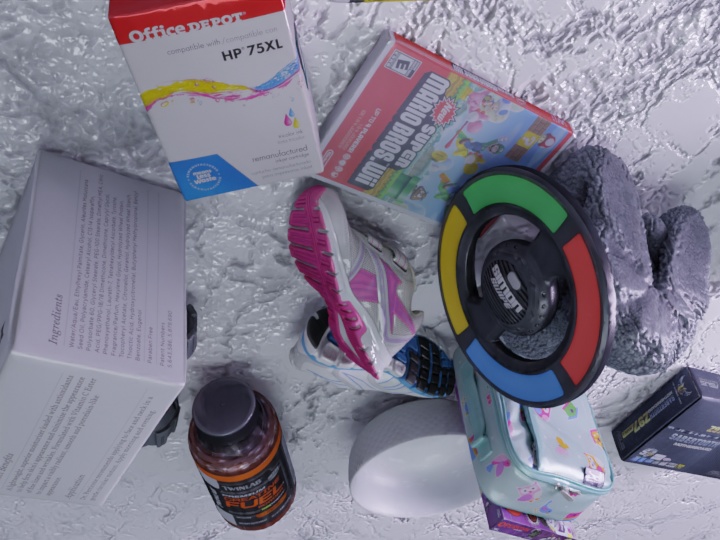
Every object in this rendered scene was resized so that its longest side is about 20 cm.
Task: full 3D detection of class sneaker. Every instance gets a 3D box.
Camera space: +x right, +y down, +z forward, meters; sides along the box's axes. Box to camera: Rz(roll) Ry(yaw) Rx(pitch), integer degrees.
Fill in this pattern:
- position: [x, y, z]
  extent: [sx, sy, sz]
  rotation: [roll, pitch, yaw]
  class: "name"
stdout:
- position: [0.000, 0.000, 0.758]
  extent: [0.088, 0.081, 0.203]
  rotation: [-37, 128, -20]
  class: "sneaker"
- position: [0.012, 0.097, 0.879]
  extent: [0.196, 0.077, 0.086]
  rotation: [20, 145, -25]
  class: "sneaker"

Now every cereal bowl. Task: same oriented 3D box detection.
- position: [0.077, 0.220, 1.004]
  extent: [0.194, 0.085, 0.203]
  rotation: [-6, 138, -5]
  class: "cereal bowl"

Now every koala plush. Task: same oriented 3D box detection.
- position: [0.198, 0.026, 0.764]
  extent: [0.175, 0.188, 0.199]
  rotation: [27, 147, -23]
  class: "koala plush"

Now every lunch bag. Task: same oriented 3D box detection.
- position: [0.177, 0.157, 0.864]
  extent: [0.158, 0.203, 0.077]
  rotation: [24, 128, -30]
  class: "lunch bag"

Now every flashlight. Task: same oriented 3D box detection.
- position: [-0.207, 0.109, 0.848]
  extent: [0.066, 0.069, 0.202]
  rotation: [0, 143, -15]
  class: "flashlight"

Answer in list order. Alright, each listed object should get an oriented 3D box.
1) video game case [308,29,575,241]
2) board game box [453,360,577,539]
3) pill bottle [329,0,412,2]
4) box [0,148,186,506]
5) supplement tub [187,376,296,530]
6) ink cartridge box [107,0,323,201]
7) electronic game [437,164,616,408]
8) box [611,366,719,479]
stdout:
- position: [0.066, -0.104, 0.694]
  extent: [0.196, 0.018, 0.143]
  rotation: [18, 131, -28]
  class: "video game case"
- position: [0.166, 0.197, 0.906]
  extent: [0.118, 0.203, 0.032]
  rotation: [20, 131, -30]
  class: "board game box"
- position: [0.070, -0.223, 0.490]
  extent: [0.194, 0.114, 0.114]
  rotation: [-4, 139, -6]
  class: "pill bottle"
- position: [-0.238, 0.052, 0.671]
  extent: [0.128, 0.203, 0.200]
  rotation: [16, 134, -29]
  class: "box"
- position: [-0.136, 0.207, 0.932]
  extent: [0.104, 0.109, 0.203]
  rotation: [-9, 139, 0]
  class: "supplement tub"
- position: [-0.100, -0.153, 0.570]
  extent: [0.113, 0.068, 0.202]
  rotation: [-11, 138, 2]
  class: "ink cartridge box"
- position: [0.131, 0.015, 0.681]
  extent: [0.041, 0.202, 0.202]
  rotation: [-13, 145, -32]
  class: "electronic game"
- position: [0.460, 0.208, 1.087]
  extent: [0.196, 0.052, 0.159]
  rotation: [14, 132, -24]
  class: "box"
